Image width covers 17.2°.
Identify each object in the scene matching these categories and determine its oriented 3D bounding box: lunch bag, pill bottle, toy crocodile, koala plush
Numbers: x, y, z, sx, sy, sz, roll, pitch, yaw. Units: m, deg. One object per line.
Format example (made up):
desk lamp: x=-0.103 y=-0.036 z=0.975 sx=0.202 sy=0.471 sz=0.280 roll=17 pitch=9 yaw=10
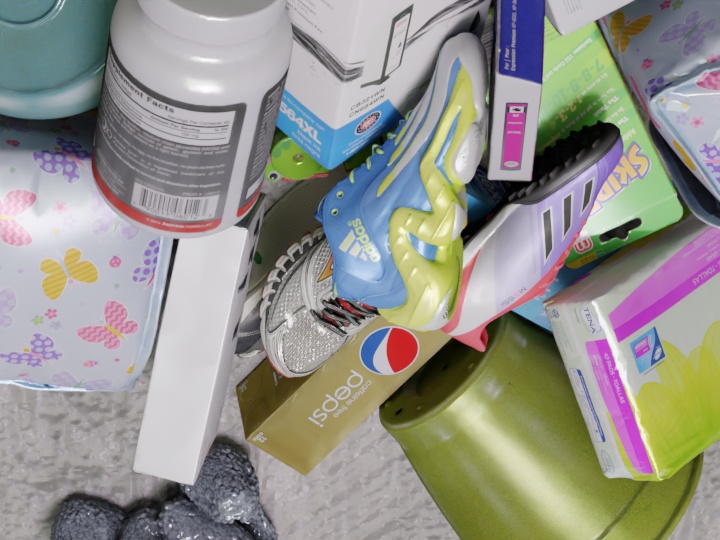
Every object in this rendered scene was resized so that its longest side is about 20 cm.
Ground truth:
lunch bag: x=-0.227 y=-0.011 z=1.665 sx=0.169 sy=0.127 sz=0.200 roll=4 pitch=116 yaw=-15
pill bottle: x=-0.105 y=-0.123 z=1.506 sx=0.116 sy=0.116 sz=0.200 roll=2 pitch=141 yaw=-12
lunch bag: x=0.261 y=-0.114 z=1.659 sx=0.127 sy=0.170 sz=0.200 roll=-35 pitch=125 yaw=10
toy crocodile: x=-0.009 y=-0.096 z=1.685 sx=0.200 sy=0.068 sz=0.062 roll=-12 pitch=127 yaw=-3
koala plush: x=-0.127 y=0.276 z=1.844 sx=0.177 sy=0.200 sz=0.184 roll=-24 pitch=126 yaw=6

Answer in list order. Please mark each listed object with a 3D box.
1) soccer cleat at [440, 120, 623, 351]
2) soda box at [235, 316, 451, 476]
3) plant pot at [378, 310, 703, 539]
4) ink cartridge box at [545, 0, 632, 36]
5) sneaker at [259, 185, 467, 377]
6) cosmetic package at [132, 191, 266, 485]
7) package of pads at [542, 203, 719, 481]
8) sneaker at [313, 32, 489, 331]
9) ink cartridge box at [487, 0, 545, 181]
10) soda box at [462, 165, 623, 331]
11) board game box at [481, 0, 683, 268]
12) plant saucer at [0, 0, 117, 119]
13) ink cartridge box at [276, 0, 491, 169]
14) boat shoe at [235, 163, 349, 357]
soccer cleat: x=0.123 y=-0.025 z=1.674 sx=0.073 sy=0.068 sz=0.200 roll=42 pitch=114 yaw=-10
soda box: x=-0.004 y=0.061 z=1.796 sx=0.064 sy=0.068 sz=0.200 roll=33 pitch=113 yaw=-29
plant pot: x=0.123 y=0.128 z=1.808 sx=0.200 sy=0.200 sz=0.193 roll=-39 pitch=111 yaw=17
ink cartridge box: x=0.167 y=-0.286 z=1.567 sx=0.176 sy=0.084 sz=0.200 roll=-26 pitch=126 yaw=-4
sneaker: x=0.000 y=0.000 z=1.660 sx=0.078 sy=0.082 sz=0.200 roll=25 pitch=115 yaw=-31
cosmetic package: x=-0.113 y=0.044 z=1.686 sx=0.051 sy=0.083 sz=0.200 roll=15 pitch=112 yaw=4
package of pads: x=0.236 y=0.051 z=1.742 sx=0.200 sy=0.068 sz=0.155 roll=-32 pitch=108 yaw=-37
sneaker: x=0.024 y=-0.062 z=1.569 sx=0.105 sy=0.076 sz=0.200 roll=9 pitch=95 yaw=6
ink cartridge box: x=0.102 y=-0.140 z=1.559 sx=0.037 sy=0.095 sz=0.200 roll=1 pitch=159 yaw=4
soda box: x=0.112 y=-0.019 z=1.764 sx=0.200 sy=0.064 sz=0.068 roll=27 pitch=116 yaw=-26
board game box: x=0.148 y=-0.106 z=1.693 sx=0.096 sy=0.030 sz=0.200 roll=-25 pitch=103 yaw=8
plant saucer: x=-0.222 y=-0.193 z=1.556 sx=0.200 sy=0.027 sz=0.200 roll=3 pitch=108 yaw=8
ink cartridge box: x=0.014 y=-0.183 z=1.543 sx=0.146 sy=0.084 sz=0.200 roll=-35 pitch=158 yaw=-27
boat shoe: x=-0.041 y=-0.009 z=1.746 sx=0.200 sy=0.072 sz=0.068 roll=-42 pitch=134 yaw=19
